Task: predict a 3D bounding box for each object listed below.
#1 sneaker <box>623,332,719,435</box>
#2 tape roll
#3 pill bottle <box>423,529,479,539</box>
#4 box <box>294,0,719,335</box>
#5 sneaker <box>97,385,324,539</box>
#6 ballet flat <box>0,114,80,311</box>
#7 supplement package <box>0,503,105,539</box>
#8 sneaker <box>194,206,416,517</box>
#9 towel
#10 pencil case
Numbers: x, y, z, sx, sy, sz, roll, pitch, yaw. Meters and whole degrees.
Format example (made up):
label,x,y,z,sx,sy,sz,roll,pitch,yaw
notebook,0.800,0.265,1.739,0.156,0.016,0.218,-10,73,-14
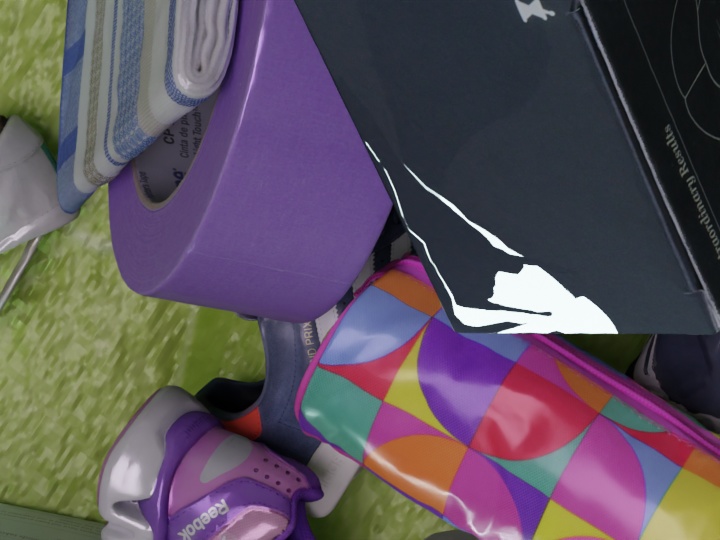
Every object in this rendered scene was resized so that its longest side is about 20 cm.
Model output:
label,x,y,z,sx,sy,sz,roll,pitch,yaw
sneaker,0.153,0.004,1.099,0.079,0.130,0.200,21,144,23
tape roll,-0.034,-0.084,1.069,0.065,0.200,0.201,11,107,-19
pill bottle,0.038,0.212,1.152,0.116,0.116,0.201,20,106,13
box,0.087,-0.097,0.977,0.107,0.200,0.149,-1,129,35
sneaker,-0.051,0.144,1.162,0.088,0.081,0.201,13,125,19
ballet flat,-0.193,0.017,1.219,0.200,0.069,0.069,-42,87,20
supplement package,-0.165,0.177,1.164,0.116,0.200,0.118,10,104,16
sneaker,0.000,0.000,1.143,0.084,0.075,0.200,33,109,4
towel,-0.078,-0.110,1.077,0.024,0.200,0.148,8,76,-17
pencil case,0.077,0.067,1.050,0.199,0.088,0.089,27,108,12
